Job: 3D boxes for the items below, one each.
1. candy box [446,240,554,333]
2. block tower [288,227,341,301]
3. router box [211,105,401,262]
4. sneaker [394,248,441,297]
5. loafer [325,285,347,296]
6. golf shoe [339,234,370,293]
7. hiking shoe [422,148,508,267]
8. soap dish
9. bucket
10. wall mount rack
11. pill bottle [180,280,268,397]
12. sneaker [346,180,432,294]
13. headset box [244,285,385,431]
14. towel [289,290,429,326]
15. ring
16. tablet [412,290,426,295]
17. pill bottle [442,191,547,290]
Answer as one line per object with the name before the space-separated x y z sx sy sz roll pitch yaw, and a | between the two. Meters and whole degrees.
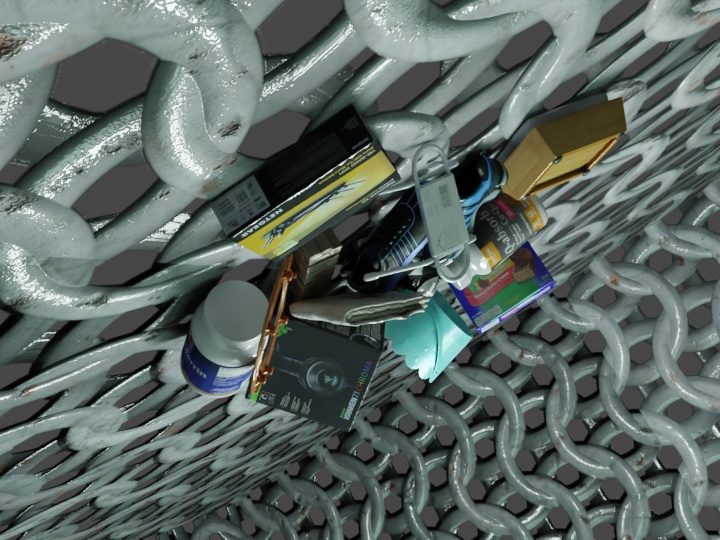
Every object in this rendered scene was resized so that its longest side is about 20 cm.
candy box | 0.237 -0.013 1.485 0.168 0.201 0.077 -32 163 3
block tower | -0.073 -0.010 1.181 0.054 0.058 0.200 -25 165 -18
router box | -0.059 -0.095 0.948 0.199 0.053 0.157 -33 165 8
sneaker | 0.100 0.012 1.459 0.067 0.091 0.200 -48 167 23
loafer | -0.085 0.084 1.412 0.198 0.076 0.068 -15 164 -35
golf shoe | 0.000 0.000 1.344 0.091 0.073 0.201 -6 148 -22
hiking shoe | 0.148 -0.099 1.260 0.086 0.074 0.201 17 107 -50
soap dish | 0.326 -0.199 1.297 0.198 0.082 0.158 -22 162 -27
bucket | 0.138 0.122 1.732 0.135 0.208 0.207 -43 163 10
wall mount rack | 0.076 -0.071 1.124 0.172 0.202 0.074 -25 -162 -27
pill bottle | -0.199 0.102 1.178 0.115 0.116 0.200 -22 160 -30
sneaker | 0.050 -0.048 1.200 0.078 0.070 0.201 1 122 -54
headset box | -0.080 0.142 1.299 0.093 0.198 0.176 -82 -168 -63
towel | 0.002 0.057 1.230 0.199 0.035 0.132 -6 -173 -44
ring | -0.118 0.076 1.115 0.019 0.203 0.201 14 159 0
tablet | 0.018 0.082 1.408 0.198 0.014 0.130 -21 172 -7
pill bottle | 0.221 -0.066 1.399 0.200 0.117 0.116 -41 165 -3
